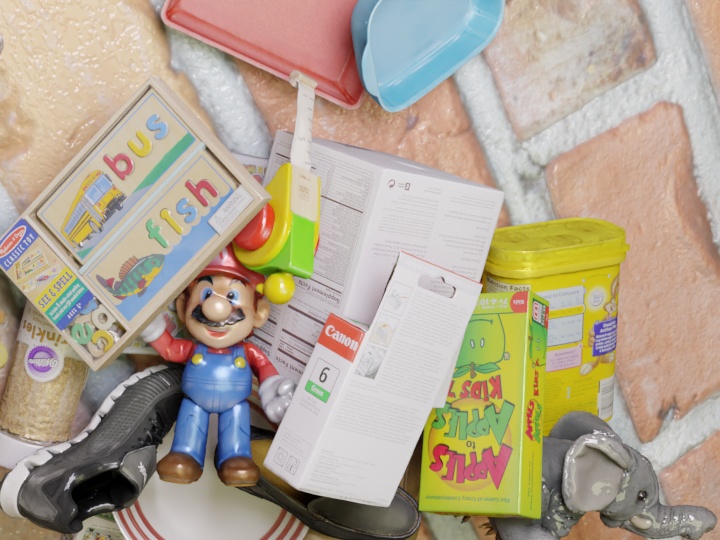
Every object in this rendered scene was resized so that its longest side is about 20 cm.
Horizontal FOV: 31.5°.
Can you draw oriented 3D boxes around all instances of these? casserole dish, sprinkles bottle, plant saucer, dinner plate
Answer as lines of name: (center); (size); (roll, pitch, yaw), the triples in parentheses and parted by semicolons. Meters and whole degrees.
casserole dish: (0.058, -0.225, 1.122); (0.200, 0.039, 0.121); (-40, 139, -28)
sprinkles bottle: (-0.259, 0.069, 1.074); (0.068, 0.068, 0.200); (13, 98, -28)
plant saucer: (-0.051, -0.267, 1.093); (0.200, 0.037, 0.200); (21, 95, -28)
dinner plate: (-0.133, 0.184, 1.153); (0.200, 0.024, 0.201); (7, 71, -22)

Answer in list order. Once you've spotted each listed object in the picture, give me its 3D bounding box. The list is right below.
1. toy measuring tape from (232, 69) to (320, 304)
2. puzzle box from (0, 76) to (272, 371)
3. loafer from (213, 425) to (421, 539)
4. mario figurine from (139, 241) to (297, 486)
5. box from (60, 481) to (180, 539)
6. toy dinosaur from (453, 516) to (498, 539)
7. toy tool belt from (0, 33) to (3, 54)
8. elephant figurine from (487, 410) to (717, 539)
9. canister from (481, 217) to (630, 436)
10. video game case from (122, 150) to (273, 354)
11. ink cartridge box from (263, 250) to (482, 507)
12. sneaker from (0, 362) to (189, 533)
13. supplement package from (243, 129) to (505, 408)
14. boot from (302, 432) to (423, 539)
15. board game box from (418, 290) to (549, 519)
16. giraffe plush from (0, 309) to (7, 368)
toy measuring tape: (-0.069, -0.064, 1.039); (0.073, 0.074, 0.200); (13, 65, -28)
puzzle box: (-0.182, -0.036, 0.996); (0.200, 0.025, 0.133); (-45, 84, 13)
loafer: (-0.032, 0.195, 1.133); (0.200, 0.072, 0.073); (21, 76, -13)
mario figurine: (-0.120, 0.073, 1.033); (0.123, 0.106, 0.200); (6, 84, -40)
box: (-0.173, 0.252, 1.186); (0.200, 0.035, 0.110); (20, 96, -29)
toy dinosaur: (0.148, 0.218, 1.304); (0.200, 0.060, 0.106); (-9, 133, -43)
toy tool belt: (-0.368, -0.137, 0.933); (0.200, 0.125, 0.123); (6, 93, -26)
elephant figurine: (0.215, 0.199, 1.215); (0.200, 0.142, 0.155); (-24, 135, -1)
canister: (0.188, 0.059, 1.272); (0.148, 0.087, 0.200); (-8, 110, -22)
video game case: (-0.139, -0.015, 1.093); (0.200, 0.023, 0.182); (6, 103, -48)
ink cartridge box: (0.012, 0.083, 1.017); (0.109, 0.050, 0.200); (21, 93, -44)
sneaker: (-0.197, 0.153, 1.061); (0.200, 0.090, 0.067); (-38, 136, -35)
supplement package: (0.000, 0.000, 1.111); (0.152, 0.151, 0.200); (7, 102, -43)
boot: (0.011, 0.168, 1.224); (0.175, 0.066, 0.200); (-2, 108, -49)
board game box: (0.114, 0.123, 1.167); (0.048, 0.101, 0.200); (26, 64, -55)
giraffe plush: (-0.367, 0.032, 0.976); (0.162, 0.200, 0.173); (-20, 112, -50)
